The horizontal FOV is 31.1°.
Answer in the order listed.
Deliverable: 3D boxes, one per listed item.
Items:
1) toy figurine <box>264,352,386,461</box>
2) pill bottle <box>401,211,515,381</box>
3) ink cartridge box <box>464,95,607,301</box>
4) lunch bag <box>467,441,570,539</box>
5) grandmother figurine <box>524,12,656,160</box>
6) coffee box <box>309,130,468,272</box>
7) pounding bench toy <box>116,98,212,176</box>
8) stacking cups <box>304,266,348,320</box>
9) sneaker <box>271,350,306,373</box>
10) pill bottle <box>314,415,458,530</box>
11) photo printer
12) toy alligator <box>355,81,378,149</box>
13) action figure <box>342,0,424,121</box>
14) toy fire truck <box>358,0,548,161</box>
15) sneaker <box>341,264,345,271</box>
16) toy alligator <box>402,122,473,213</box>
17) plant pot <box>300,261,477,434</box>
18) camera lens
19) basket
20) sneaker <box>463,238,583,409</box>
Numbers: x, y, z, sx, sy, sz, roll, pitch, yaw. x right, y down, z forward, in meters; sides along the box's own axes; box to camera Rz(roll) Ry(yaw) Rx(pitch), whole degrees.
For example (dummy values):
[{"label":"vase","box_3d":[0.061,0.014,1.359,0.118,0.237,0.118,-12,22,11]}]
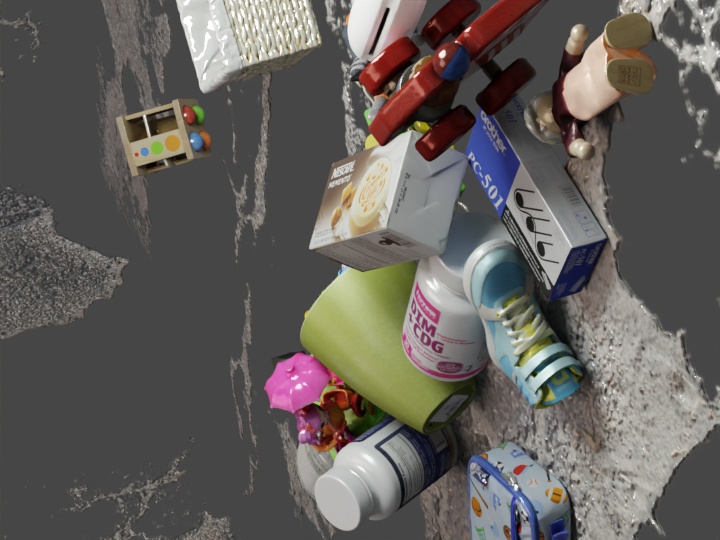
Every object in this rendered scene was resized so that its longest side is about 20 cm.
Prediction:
[{"label":"toy figurine","box_3d":[-0.058,0.186,1.788,0.149,0.184,0.202,-8,83,28]},{"label":"pill bottle","box_3d":[0.114,0.031,1.490,0.201,0.113,0.114,100,148,-53]},{"label":"ink cartridge box","box_3d":[0.176,-0.078,1.328,0.094,0.044,0.201,104,146,-54]},{"label":"lunch bag","box_3d":[0.194,0.314,1.561,0.160,0.075,0.201,41,144,56]},{"label":"grandmother figurine","box_3d":[0.202,-0.158,1.173,0.200,0.060,0.122,147,134,-74]},{"label":"coffee box","box_3d":[0.028,-0.073,1.455,0.200,0.079,0.115,-12,59,64]},{"label":"pounding bench toy","box_3d":[-0.384,-0.280,2.687,0.200,0.155,0.125,-32,-72,-76]},{"label":"stacking cups","box_3d":[0.000,0.000,1.750,0.201,0.060,0.061,-56,42,20]},{"label":"sneaker","box_3d":[-0.129,0.210,2.461,0.200,0.060,0.105,161,94,-77]},{"label":"pill bottle","box_3d":[0.033,0.269,1.760,0.111,0.199,0.112,22,125,35]},{"label":"photo printer","box_3d":[0.044,-0.319,1.318,0.167,0.069,0.201,118,170,-66]},{"label":"toy alligator","box_3d":[0.040,-0.171,1.649,0.054,0.059,0.201,-15,90,30]},{"label":"action figure","box_3d":[0.021,-0.282,1.504,0.194,0.104,0.201,-108,16,-56]},{"label":"toy fire truck","box_3d":[0.095,-0.202,1.234,0.112,0.200,0.168,50,164,3]},{"label":"sneaker","box_3d":[-0.013,0.002,1.848,0.073,0.114,0.201,108,144,-62]},{"label":"toy alligator","box_3d":[0.083,-0.119,1.529,0.059,0.054,0.201,110,141,-62]},{"label":"plant pot","box_3d":[0.055,0.106,1.677,0.200,0.186,0.188,48,152,25]},{"label":"camera lens","box_3d":[-0.011,0.271,1.994,0.200,0.159,0.161,110,140,-61]},{"label":"basket","box_3d":[-0.171,-0.384,1.915,0.198,0.160,0.201,173,82,-72]},{"label":"sneaker","box_3d":[0.179,0.064,1.361,0.131,0.079,0.201,53,172,46]}]
